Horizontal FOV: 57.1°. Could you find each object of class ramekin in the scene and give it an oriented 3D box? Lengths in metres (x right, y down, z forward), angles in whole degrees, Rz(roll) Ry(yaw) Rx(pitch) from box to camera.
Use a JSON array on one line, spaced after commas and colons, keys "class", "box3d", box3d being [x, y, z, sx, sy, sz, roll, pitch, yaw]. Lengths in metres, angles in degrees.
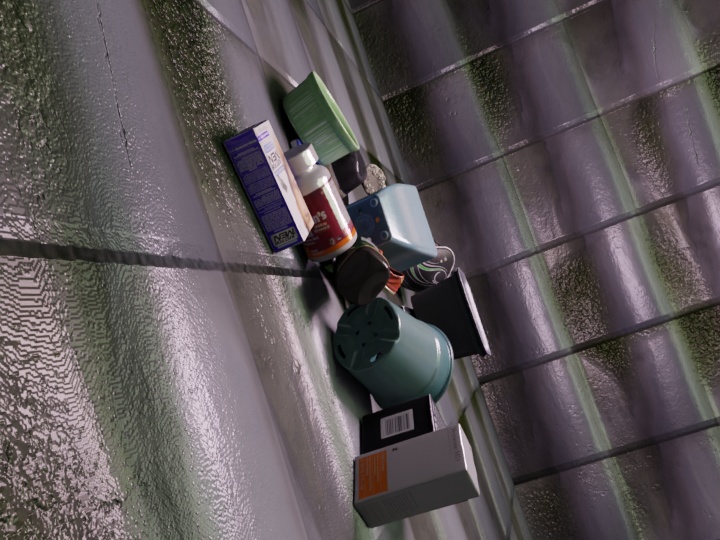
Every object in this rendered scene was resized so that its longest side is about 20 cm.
[{"class": "ramekin", "box3d": [-0.093, -0.340, 1.512, 0.202, 0.097, 0.201, 57, 10, -15]}]

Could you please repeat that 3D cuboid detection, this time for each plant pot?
[{"class": "plant pot", "box3d": [0.048, -0.101, 1.630, 0.199, 0.193, 0.200, 9, 61, -66]}, {"class": "plant pot", "box3d": [0.055, 0.159, 1.292, 0.196, 0.197, 0.203, 40, 31, -48]}]

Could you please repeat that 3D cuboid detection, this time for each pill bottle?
[{"class": "pill bottle", "box3d": [-0.091, -0.128, 1.249, 0.110, 0.108, 0.203, -81, 148, -64]}]

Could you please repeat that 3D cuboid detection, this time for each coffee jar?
[{"class": "coffee jar", "box3d": [0.000, 0.000, 1.253, 0.085, 0.105, 0.200, 39, 5, -8]}]

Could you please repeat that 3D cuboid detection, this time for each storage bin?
[{"class": "storage bin", "box3d": [0.205, 0.117, 1.528, 0.145, 0.132, 0.204, 32, 40, -69]}]

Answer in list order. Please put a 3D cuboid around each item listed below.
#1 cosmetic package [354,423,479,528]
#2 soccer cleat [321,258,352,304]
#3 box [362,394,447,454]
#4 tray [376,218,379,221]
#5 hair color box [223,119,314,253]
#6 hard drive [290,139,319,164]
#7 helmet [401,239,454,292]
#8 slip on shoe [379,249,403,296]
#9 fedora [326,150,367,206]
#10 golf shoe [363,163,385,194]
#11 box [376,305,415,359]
[{"class": "cosmetic package", "box3d": [0.090, 0.343, 1.104, 0.102, 0.196, 0.072, -91, 156, -57]}, {"class": "soccer cleat", "box3d": [-0.043, -0.003, 1.392, 0.081, 0.066, 0.203, -44, 115, -55]}, {"class": "box", "box3d": [0.104, 0.356, 1.256, 0.105, 0.145, 0.202, -91, 156, -56]}, {"class": "tray", "box3d": [0.086, -0.108, 1.966, 0.037, 0.097, 0.204, 40, 32, -61]}, {"class": "hair color box", "box3d": [-0.152, -0.145, 1.129, 0.110, 0.064, 0.203, -75, 144, -69]}, {"class": "hard drive", "box3d": [-0.098, -0.175, 1.471, 0.132, 0.025, 0.204, 35, 37, -69]}, {"class": "helmet", "box3d": [0.175, -0.040, 2.034, 0.188, 0.202, 0.202, 24, 31, -16]}, {"class": "slip on shoe", "box3d": [0.020, -0.030, 1.470, 0.200, 0.061, 0.074, 45, 10, -12]}, {"class": "fedora", "box3d": [-0.038, -0.271, 1.710, 0.200, 0.090, 0.205, -20, 91, -77]}, {"class": "golf shoe", "box3d": [0.041, -0.288, 2.155, 0.098, 0.077, 0.201, 58, -2, 35]}, {"class": "box", "box3d": [0.096, 0.196, 1.521, 0.148, 0.102, 0.204, 26, 46, -72]}]
